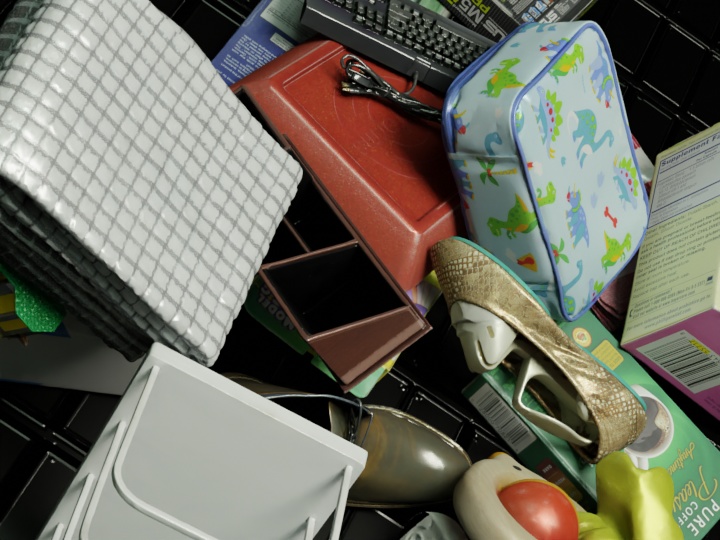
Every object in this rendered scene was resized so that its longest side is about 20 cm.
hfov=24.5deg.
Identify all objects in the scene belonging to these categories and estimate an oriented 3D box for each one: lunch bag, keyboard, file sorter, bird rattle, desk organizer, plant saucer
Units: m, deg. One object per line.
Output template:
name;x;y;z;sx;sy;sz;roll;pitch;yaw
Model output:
lunch bag;0.140;-0.075;1.223;0.161;0.082;0.200;-47;129;-38
keyboard;0.046;-0.160;1.257;0.200;0.021;0.127;23;48;-15
file sorter;-0.109;0.174;0.938;0.139;0.200;0.125;28;31;-10
bird rattle;0.128;0.190;1.090;0.163;0.113;0.200;34;26;7
desk organizer;-0.044;-0.025;1.094;0.072;0.077;0.200;-37;57;0
plant saucer;0.023;-0.106;1.240;0.200;0.037;0.200;46;46;5

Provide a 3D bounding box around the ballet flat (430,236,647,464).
ballet flat;0.116;0.061;1.166;0.200;0.071;0.065;41;63;-1

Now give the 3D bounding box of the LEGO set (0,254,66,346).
LEGO set;-0.222;-0.051;1.011;0.154;0.116;0.200;45;52;-32

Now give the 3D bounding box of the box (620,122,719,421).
box;0.311;0.012;1.307;0.176;0.097;0.200;35;52;-24

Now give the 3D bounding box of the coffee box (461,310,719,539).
coffee box;0.182;0.126;1.232;0.200;0.044;0.123;47;52;6

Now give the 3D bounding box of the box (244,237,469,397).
box;0.000;0.000;1.214;0.117;0.048;0.200;38;49;-2

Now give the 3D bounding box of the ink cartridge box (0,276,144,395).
ink cartridge box;-0.204;-0.029;1.103;0.145;0.084;0.200;8;59;-21

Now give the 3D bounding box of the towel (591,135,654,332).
towel;0.202;-0.056;1.365;0.144;0.023;0.200;-24;74;-36

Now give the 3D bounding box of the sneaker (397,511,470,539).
sneaker;0.107;0.260;1.106;0.146;0.081;0.200;15;43;-38

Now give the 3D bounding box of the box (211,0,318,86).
box;-0.044;-0.155;1.291;0.121;0.032;0.200;36;50;-3

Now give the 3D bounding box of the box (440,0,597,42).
box;0.141;-0.283;1.455;0.160;0.044;0.200;43;52;2

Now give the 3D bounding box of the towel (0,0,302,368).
towel;-0.139;-0.059;0.955;0.200;0.086;0.166;45;50;-31

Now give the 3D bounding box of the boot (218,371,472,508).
boot;-0.010;0.120;1.095;0.200;0.097;0.075;16;87;-13
